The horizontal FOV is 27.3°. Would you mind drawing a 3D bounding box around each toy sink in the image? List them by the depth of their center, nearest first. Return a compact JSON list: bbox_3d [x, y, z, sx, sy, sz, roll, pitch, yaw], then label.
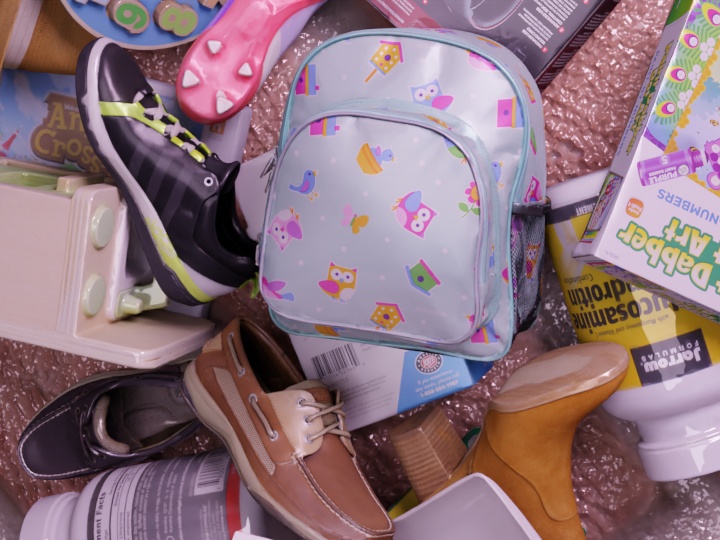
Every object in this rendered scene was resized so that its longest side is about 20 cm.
[{"bbox_3d":[-0.207,-0.014,1.048,0.199,0.130,0.113,12,101,16],"label":"toy sink"}]

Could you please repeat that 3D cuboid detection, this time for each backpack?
[{"bbox_3d":[0.027,-0.052,0.912,0.175,0.153,0.201,8,95,18],"label":"backpack"}]

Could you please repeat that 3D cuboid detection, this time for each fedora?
[{"bbox_3d":[-0.218,-0.206,1.050,0.081,0.201,0.202,15,105,-20],"label":"fedora"}]

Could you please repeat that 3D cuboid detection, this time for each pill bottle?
[{"bbox_3d":[0.194,0.028,0.958,0.111,0.112,0.201,-18,92,19],"label":"pill bottle"},{"bbox_3d":[-0.140,0.197,1.086,0.199,0.116,0.117,-13,94,19],"label":"pill bottle"}]

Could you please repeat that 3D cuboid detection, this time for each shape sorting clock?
[{"bbox_3d":[-0.118,-0.236,0.982,0.039,0.199,0.201,45,111,39],"label":"shape sorting clock"}]

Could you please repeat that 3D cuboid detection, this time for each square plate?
[{"bbox_3d":[0.089,0.233,0.978,0.198,0.028,0.200,51,139,-1],"label":"square plate"}]

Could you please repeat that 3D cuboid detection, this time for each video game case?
[{"bbox_3d":[-0.192,-0.059,1.115,0.199,0.022,0.183,17,102,15],"label":"video game case"}]

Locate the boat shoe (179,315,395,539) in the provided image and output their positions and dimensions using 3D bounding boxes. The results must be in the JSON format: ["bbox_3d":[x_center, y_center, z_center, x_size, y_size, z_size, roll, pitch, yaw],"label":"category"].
[{"bbox_3d":[-0.047,0.107,0.992,0.200,0.075,0.074,44,112,30],"label":"boat shoe"}]

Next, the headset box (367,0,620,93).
[{"bbox_3d":[0.096,-0.206,0.975,0.149,0.075,0.200,42,107,8],"label":"headset box"}]

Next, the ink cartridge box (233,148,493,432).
[{"bbox_3d":[0.000,0.000,1.039,0.115,0.068,0.201,-22,91,19],"label":"ink cartridge box"}]

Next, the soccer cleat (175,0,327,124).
[{"bbox_3d":[-0.059,-0.186,1.034,0.067,0.076,0.200,38,88,-10],"label":"soccer cleat"}]

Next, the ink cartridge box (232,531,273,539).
[{"bbox_3d":[-0.033,0.238,0.966,0.116,0.068,0.201,11,144,11],"label":"ink cartridge box"}]

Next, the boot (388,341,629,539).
[{"bbox_3d":[0.122,0.137,0.961,0.201,0.071,0.144,-27,99,39],"label":"boot"}]

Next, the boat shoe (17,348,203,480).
[{"bbox_3d":[-0.183,0.112,1.113,0.199,0.065,0.072,-19,93,20],"label":"boat shoe"}]

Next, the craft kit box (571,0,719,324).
[{"bbox_3d":[0.254,-0.060,0.896,0.199,0.049,0.199,23,87,-9],"label":"craft kit box"}]

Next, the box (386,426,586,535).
[{"bbox_3d":[0.057,0.217,1.063,0.117,0.048,0.200,44,106,6],"label":"box"}]

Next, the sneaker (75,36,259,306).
[{"bbox_3d":[-0.120,-0.072,1.006,0.082,0.072,0.201,-18,105,22],"label":"sneaker"}]
